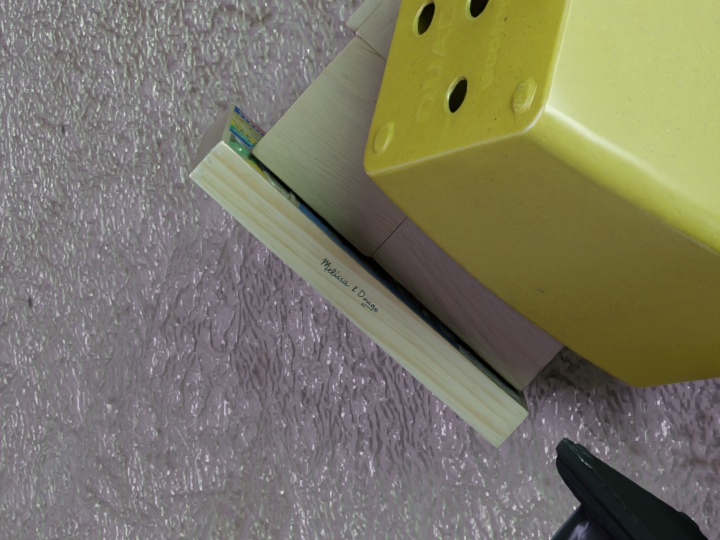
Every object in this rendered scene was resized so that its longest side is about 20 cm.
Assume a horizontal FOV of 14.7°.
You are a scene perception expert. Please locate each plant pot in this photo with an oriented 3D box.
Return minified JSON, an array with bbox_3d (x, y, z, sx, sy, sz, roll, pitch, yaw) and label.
[{"bbox_3d":[0.119,-0.079,1.147,0.200,0.176,0.200,-11,61,58],"label":"plant pot"}]

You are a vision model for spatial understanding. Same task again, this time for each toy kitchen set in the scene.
[{"bbox_3d":[0.081,-0.085,1.393,0.200,0.180,0.163,-47,3,10],"label":"toy kitchen set"}]

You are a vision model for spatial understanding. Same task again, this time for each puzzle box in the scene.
[{"bbox_3d":[0.000,0.000,1.381,0.025,0.200,0.133,-47,8,7],"label":"puzzle box"}]

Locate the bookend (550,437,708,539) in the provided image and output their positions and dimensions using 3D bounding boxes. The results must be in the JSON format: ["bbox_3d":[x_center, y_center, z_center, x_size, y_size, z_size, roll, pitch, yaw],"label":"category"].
[{"bbox_3d":[0.094,0.210,1.145,0.199,0.092,0.200,-50,37,8],"label":"bookend"}]
